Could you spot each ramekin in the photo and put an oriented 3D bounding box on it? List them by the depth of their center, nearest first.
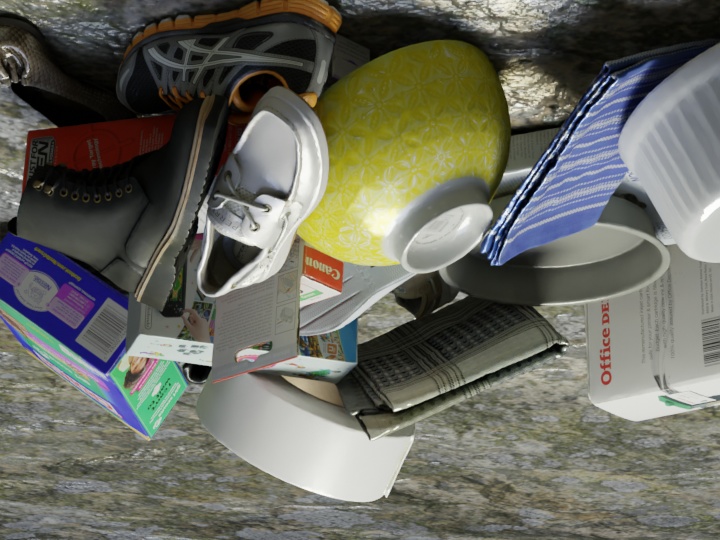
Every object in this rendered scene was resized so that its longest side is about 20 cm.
[{"bbox_3d":[0.296,-0.090,1.341,0.199,0.098,0.201,-19,156,-9],"label":"ramekin"}]

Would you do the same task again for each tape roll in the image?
[{"bbox_3d":[-0.050,0.135,1.725,0.201,0.071,0.203,24,-169,-5],"label":"tape roll"}]

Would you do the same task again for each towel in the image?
[{"bbox_3d":[0.179,-0.087,1.374,0.144,0.024,0.201,-18,151,-44],"label":"towel"},{"bbox_3d":[0.069,0.074,1.669,0.198,0.035,0.193,-24,-160,-6],"label":"towel"}]

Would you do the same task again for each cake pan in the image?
[{"bbox_3d":[0.165,-0.019,1.585,0.198,0.037,0.201,0,159,0],"label":"cake pan"}]

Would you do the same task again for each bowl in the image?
[{"bbox_3d":[0.040,-0.064,1.387,0.199,0.108,0.201,-24,152,-14],"label":"bowl"}]

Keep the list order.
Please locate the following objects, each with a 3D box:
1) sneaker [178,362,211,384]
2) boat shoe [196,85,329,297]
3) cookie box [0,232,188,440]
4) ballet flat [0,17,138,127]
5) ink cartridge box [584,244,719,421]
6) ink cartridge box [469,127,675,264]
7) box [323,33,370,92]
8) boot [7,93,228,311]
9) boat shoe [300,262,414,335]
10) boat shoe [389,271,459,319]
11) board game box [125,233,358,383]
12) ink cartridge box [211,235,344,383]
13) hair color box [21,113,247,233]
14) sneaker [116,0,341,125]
[{"bbox_3d":[-0.166,0.063,1.820,0.074,0.117,0.200,7,157,-12],"label":"sneaker"},{"bbox_3d":[-0.077,-0.046,1.332,0.071,0.069,0.201,39,142,16],"label":"boat shoe"},{"bbox_3d":[-0.265,0.062,1.779,0.170,0.075,0.200,33,165,18],"label":"cookie box"},{"bbox_3d":[-0.234,-0.132,1.436,0.067,0.047,0.200,-6,157,20],"label":"ballet flat"},{"bbox_3d":[0.311,0.047,1.703,0.199,0.148,0.084,-16,154,39],"label":"ink cartridge box"},{"bbox_3d":[0.163,-0.062,1.586,0.198,0.041,0.200,-7,158,18],"label":"ink cartridge box"},{"bbox_3d":[-0.072,-0.129,1.440,0.041,0.039,0.199,20,152,-39],"label":"box"},{"bbox_3d":[-0.181,-0.065,1.354,0.137,0.078,0.201,23,129,-2],"label":"boot"},{"bbox_3d":[0.000,0.000,1.564,0.199,0.074,0.067,-21,-173,35],"label":"boat shoe"},{"bbox_3d":[0.044,-0.009,1.657,0.075,0.069,0.200,40,177,31],"label":"boat shoe"},{"bbox_3d":[-0.103,0.012,1.647,0.198,0.149,0.064,8,156,-17],"label":"board game box"},{"bbox_3d":[-0.065,-0.007,1.523,0.108,0.202,0.050,-18,150,41],"label":"ink cartridge box"},{"bbox_3d":[-0.154,-0.073,1.450,0.198,0.062,0.102,-5,156,14],"label":"hair color box"},{"bbox_3d":[-0.104,-0.143,1.358,0.199,0.078,0.078,-13,155,35],"label":"sneaker"}]
